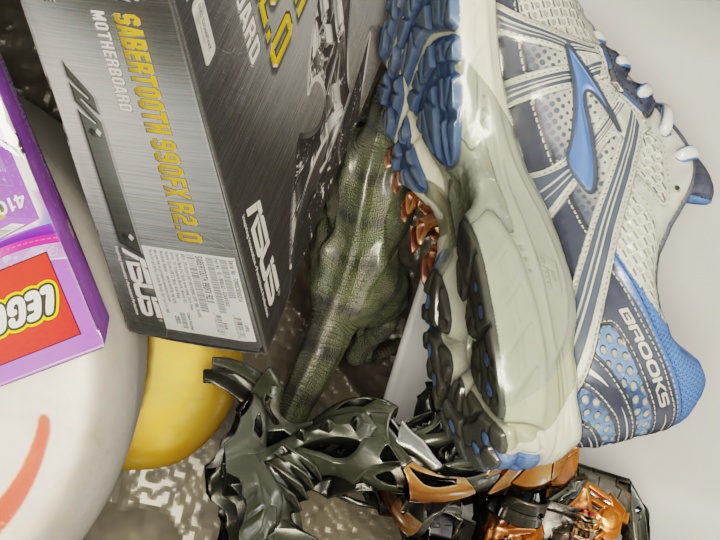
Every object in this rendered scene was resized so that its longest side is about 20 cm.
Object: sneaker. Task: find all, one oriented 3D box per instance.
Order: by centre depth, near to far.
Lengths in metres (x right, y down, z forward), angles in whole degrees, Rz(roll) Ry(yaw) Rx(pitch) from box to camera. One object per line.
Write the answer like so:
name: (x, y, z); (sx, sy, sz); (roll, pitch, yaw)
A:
sneaker: (0.058, -0.036, 0.814); (0.085, 0.077, 0.200); (-1, 73, -18)

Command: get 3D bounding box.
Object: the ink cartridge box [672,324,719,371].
ink cartridge box: (0.156, 0.098, 0.912); (0.099, 0.039, 0.200); (-13, 110, 24)

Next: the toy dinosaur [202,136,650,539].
toy dinosaur: (0.021, 0.066, 0.837); (0.136, 0.102, 0.200); (-4, 60, -7)

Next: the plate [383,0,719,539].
plate: (0.117, 0.007, 0.844); (0.200, 0.032, 0.200); (21, 105, 22)

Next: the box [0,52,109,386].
box: (-0.189, -0.008, 0.766); (0.200, 0.039, 0.137); (-20, 103, 1)

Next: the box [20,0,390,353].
box: (-0.040, -0.098, 0.773); (0.048, 0.200, 0.158); (9, 52, 17)

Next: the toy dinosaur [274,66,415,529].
toy dinosaur: (0.000, 0.000, 0.907); (0.047, 0.088, 0.200); (16, 101, 3)

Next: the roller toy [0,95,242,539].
roller toy: (-0.158, 0.021, 0.866); (0.200, 0.140, 0.182); (-33, 97, 3)
